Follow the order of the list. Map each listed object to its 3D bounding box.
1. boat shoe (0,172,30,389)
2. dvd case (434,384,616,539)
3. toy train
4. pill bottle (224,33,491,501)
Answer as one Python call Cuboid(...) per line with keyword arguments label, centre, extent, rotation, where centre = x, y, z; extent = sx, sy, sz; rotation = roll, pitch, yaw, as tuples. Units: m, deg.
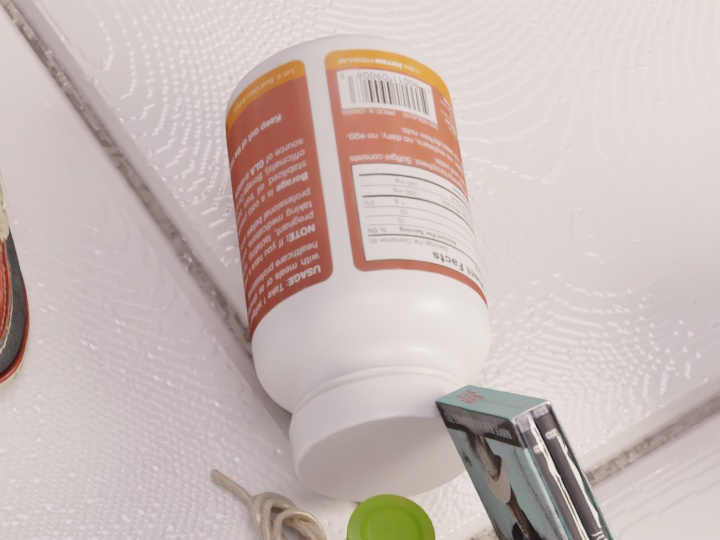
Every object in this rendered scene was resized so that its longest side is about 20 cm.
Cuboid(label="boat shoe", centre=(-0.202, -0.036, 1.215), extent=(0.071, 0.063, 0.201), rotation=(-8, 61, -14))
Cuboid(label="dvd case", centre=(0.094, 0.143, 1.048), extent=(0.022, 0.146, 0.201), rotation=(-25, 95, -9))
Cuboid(label="toy train", centre=(0.002, 0.132, 1.104), extent=(0.085, 0.116, 0.200), rotation=(-38, 70, -26))
Cuboid(label="pill bottle", centre=(0.000, 0.000, 1.188), extent=(0.112, 0.112, 0.201), rotation=(-3, 59, -9))
